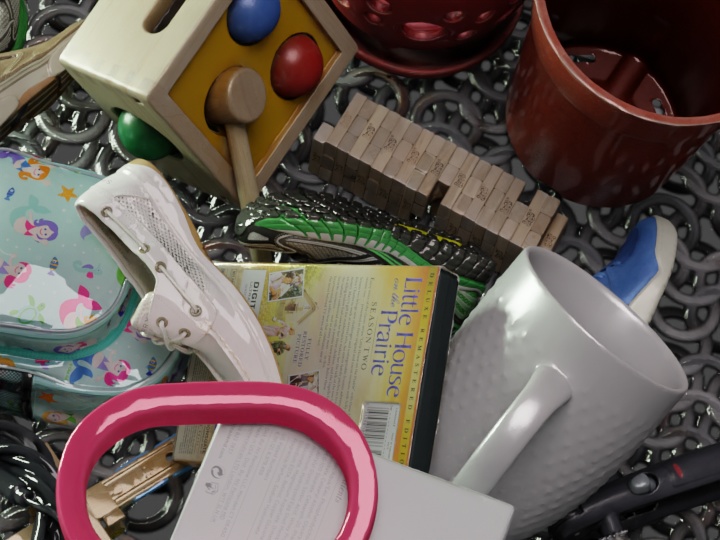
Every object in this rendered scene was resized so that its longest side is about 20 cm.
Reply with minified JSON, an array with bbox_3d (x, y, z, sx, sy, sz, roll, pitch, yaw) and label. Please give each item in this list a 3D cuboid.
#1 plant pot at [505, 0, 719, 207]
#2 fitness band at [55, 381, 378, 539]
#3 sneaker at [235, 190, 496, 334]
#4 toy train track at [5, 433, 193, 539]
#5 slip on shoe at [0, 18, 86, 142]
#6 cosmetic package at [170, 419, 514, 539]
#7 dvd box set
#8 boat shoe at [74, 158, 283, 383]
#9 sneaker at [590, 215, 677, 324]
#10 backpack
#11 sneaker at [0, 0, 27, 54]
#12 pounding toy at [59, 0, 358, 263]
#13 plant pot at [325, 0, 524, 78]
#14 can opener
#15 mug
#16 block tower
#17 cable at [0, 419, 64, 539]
[{"bbox_3d":[0.202,-0.155,1.686,0.199,0.195,0.202,5,66,-10],"label":"plant pot"},{"bbox_3d":[-0.087,0.138,1.374,0.198,0.038,0.145,0,60,-7],"label":"fitness band"},{"bbox_3d":[0.000,0.000,1.615,0.199,0.078,0.086,19,100,-21],"label":"sneaker"},{"bbox_3d":[-0.165,0.156,1.580,0.199,0.033,0.115,-31,71,-18],"label":"toy train track"},{"bbox_3d":[-0.268,-0.141,1.681,0.061,0.076,0.200,41,51,0],"label":"slip on shoe"},{"bbox_3d":[-0.020,0.208,1.475,0.199,0.200,0.124,19,62,5],"label":"cosmetic package"},{"bbox_3d":[-0.032,0.068,1.524,0.199,0.029,0.148,0,75,34],"label":"dvd box set"},{"bbox_3d":[-0.125,0.023,1.503,0.069,0.071,0.201,-30,77,-25],"label":"boat shoe"},{"bbox_3d":[0.156,0.026,1.659,0.111,0.077,0.201,28,69,-2],"label":"sneaker"},{"bbox_3d":[-0.212,0.016,1.591,0.198,0.151,0.179,17,62,-3],"label":"backpack"},{"bbox_3d":[-0.303,-0.247,1.747,0.077,0.085,0.201,-4,64,-9],"label":"sneaker"},{"bbox_3d":[-0.101,-0.129,1.645,0.142,0.184,0.201,24,74,37],"label":"pounding toy"},{"bbox_3d":[0.051,-0.265,1.733,0.199,0.183,0.202,2,69,-6],"label":"plant pot"},{"bbox_3d":[0.219,0.154,1.607,0.198,0.063,0.079,-15,68,-14],"label":"can opener"},{"bbox_3d":[0.108,0.101,1.509,0.147,0.200,0.176,41,106,4],"label":"mug"},{"bbox_3d":[0.060,-0.063,1.709,0.199,0.054,0.058,27,62,8],"label":"block tower"},{"bbox_3d":[-0.280,0.173,1.534,0.198,0.051,0.164,6,55,17],"label":"cable"}]
